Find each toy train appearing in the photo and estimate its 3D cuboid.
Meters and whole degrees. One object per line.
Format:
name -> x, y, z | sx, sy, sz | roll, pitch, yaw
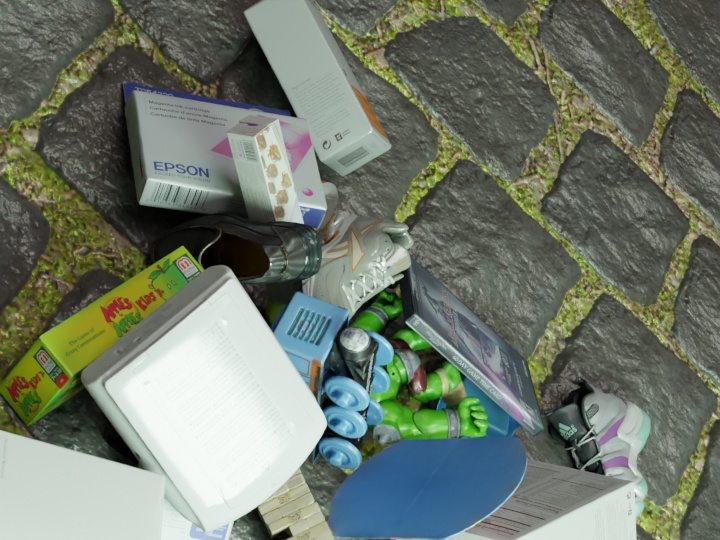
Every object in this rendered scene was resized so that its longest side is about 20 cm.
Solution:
toy train -> -0.035, 0.112, 1.584 | 0.114, 0.200, 0.087 | 22, 54, 11

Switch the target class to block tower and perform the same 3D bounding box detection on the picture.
block tower -> -0.089, 0.193, 1.586 | 0.058, 0.054, 0.201 | -24, 77, -9

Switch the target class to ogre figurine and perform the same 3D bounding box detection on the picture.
ogre figurine -> 0.035, 0.109, 1.713 | 0.120, 0.098, 0.201 | -17, 72, -25

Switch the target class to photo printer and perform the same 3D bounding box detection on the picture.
photo printer -> -0.131, 0.122, 1.465 | 0.166, 0.069, 0.200 | -41, 114, -19

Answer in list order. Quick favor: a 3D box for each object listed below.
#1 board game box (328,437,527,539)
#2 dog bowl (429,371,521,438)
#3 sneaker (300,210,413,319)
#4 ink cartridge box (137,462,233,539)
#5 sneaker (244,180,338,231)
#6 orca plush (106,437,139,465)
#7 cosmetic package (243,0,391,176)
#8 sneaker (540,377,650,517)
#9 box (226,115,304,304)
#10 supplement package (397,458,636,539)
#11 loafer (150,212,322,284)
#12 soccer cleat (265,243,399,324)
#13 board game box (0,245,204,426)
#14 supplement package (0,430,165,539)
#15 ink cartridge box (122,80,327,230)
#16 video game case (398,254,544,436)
board game box -> 0.068, 0.221, 1.564 | 0.158, 0.199, 0.039 | -49, 124, -47
dog bowl -> 0.121, 0.183, 1.784 | 0.111, 0.050, 0.201 | 28, 48, -23
sneaker -> 0.000, 0.000, 1.660 | 0.200, 0.092, 0.076 | -68, 152, -52
ink cartridge box -> -0.156, 0.185, 1.520 | 0.099, 0.039, 0.201 | 17, 87, -31
sneaker -> -0.115, -0.058, 1.749 | 0.082, 0.077, 0.200 | 37, 38, 27
orca plush -> -0.176, 0.087, 1.561 | 0.200, 0.105, 0.071 | -50, 143, -20
cosmetic package -> -0.048, -0.216, 1.861 | 0.201, 0.071, 0.101 | 62, 9, 12
sneaker -> 0.255, 0.206, 1.869 | 0.140, 0.078, 0.200 | 34, 37, -16
box -> -0.086, -0.058, 1.630 | 0.039, 0.041, 0.201 | -41, 130, -39
supplement package -> 0.158, 0.295, 1.630 | 0.200, 0.150, 0.152 | -15, 106, -44
loafer -> -0.136, -0.019, 1.602 | 0.072, 0.199, 0.073 | -13, 97, -54
soccer cleat -> -0.039, 0.011, 1.771 | 0.084, 0.065, 0.200 | 36, 41, 28
board game box -> -0.237, 0.059, 1.531 | 0.048, 0.102, 0.200 | 49, 43, 4
supplement package -> -0.280, 0.222, 1.375 | 0.199, 0.121, 0.120 | 19, 52, -28
ink cartridge box -> -0.144, -0.133, 1.717 | 0.196, 0.043, 0.200 | 7, 43, -22
video game case -> 0.116, 0.078, 1.754 | 0.200, 0.019, 0.143 | 42, 18, -21
